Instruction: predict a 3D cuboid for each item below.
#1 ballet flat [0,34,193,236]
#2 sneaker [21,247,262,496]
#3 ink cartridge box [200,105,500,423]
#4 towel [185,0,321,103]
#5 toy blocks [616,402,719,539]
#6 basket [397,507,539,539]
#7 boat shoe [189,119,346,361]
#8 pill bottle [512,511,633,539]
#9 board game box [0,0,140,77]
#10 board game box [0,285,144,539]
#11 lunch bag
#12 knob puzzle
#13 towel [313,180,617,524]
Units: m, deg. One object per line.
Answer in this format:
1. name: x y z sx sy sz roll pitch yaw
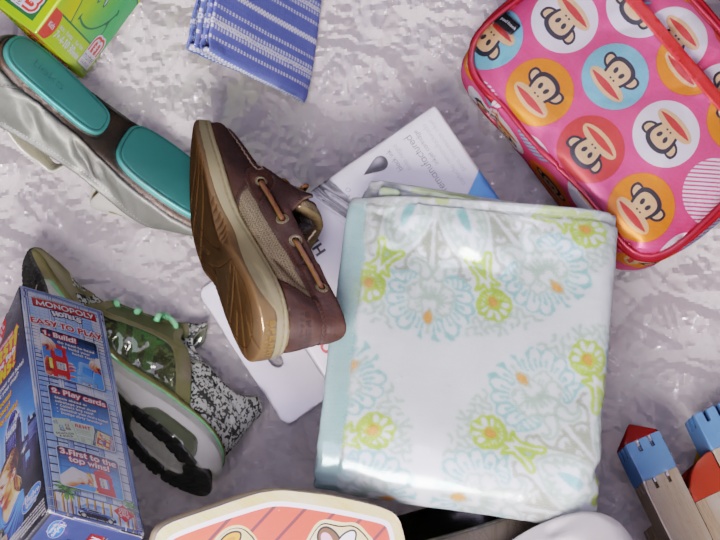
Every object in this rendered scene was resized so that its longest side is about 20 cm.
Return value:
1. ballet flat: -0.174 -0.077 1.220 0.200 0.068 0.064 39 125 -9
2. sneaker: -0.144 0.054 1.214 0.200 0.077 0.088 47 56 7
3. ink cartridge box: 0.000 0.000 1.200 0.199 0.067 0.116 -35 83 -1
4. towel: -0.062 -0.223 1.194 0.024 0.145 0.202 3 84 27
5. toy blocks: 0.254 0.139 1.171 0.199 0.100 0.138 -22 75 -11
6. basket: 0.066 0.253 1.139 0.179 0.136 0.202 -11 89 -34
7. boat shoe: -0.058 -0.023 1.137 0.071 0.073 0.201 -6 39 -18
8. pill bottle: 0.153 0.247 1.056 0.113 0.114 0.201 -36 110 -2
9. board game box: -0.155 -0.233 1.210 0.047 0.102 0.201 35 87 14
10. board game box: -0.203 0.122 1.110 0.061 0.200 0.201 20 42 -27
11. lunch bag: 0.183 -0.119 1.203 0.176 0.082 0.200 -40 86 -6
12. knob puzzle: -0.045 0.211 1.021 0.218 0.030 0.222 -2 94 -23
13. towel: 0.066 0.047 1.112 0.170 0.048 0.202 7 68 4
